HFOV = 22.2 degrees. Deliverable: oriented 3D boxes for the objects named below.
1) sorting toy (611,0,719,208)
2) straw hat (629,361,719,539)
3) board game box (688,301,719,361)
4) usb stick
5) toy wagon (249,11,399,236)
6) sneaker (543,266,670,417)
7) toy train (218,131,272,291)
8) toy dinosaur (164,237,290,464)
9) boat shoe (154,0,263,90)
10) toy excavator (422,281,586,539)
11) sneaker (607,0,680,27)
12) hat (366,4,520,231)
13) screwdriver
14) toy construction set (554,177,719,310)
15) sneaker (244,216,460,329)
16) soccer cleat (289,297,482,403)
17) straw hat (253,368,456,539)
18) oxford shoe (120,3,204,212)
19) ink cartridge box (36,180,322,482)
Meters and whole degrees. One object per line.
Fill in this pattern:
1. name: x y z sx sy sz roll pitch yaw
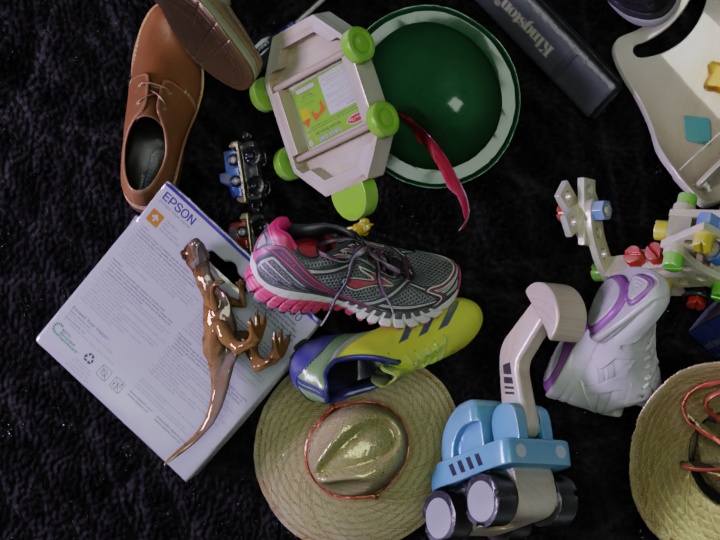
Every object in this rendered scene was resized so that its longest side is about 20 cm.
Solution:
1. sorting toy: 0.331 -0.185 1.688 0.200 0.107 0.180 -43 75 8
2. straw hat: 0.340 0.162 1.659 0.199 0.085 0.203 5 110 14
3. board game box: 0.399 0.092 1.615 0.199 0.200 0.041 42 79 4
4. usb stick: 0.165 -0.226 1.711 0.200 0.055 0.033 47 50 3
5. toy wagon: -0.025 -0.128 1.669 0.039 0.155 0.202 -18 89 -41
6. sneaker: 0.241 0.066 1.640 0.099 0.200 0.075 26 55 -4
7. toy train: -0.102 -0.028 1.715 0.045 0.034 0.203 -7 88 13
8. toy dinosaur: -0.122 0.072 1.645 0.105 0.060 0.203 -2 89 34
9. boat shoe: -0.150 -0.259 1.688 0.066 0.074 0.201 -41 94 -33
10. toy excavator: 0.133 0.130 1.639 0.099 0.194 0.202 5 68 -36
11. sneaker: 0.207 -0.307 1.671 0.199 0.114 0.076 39 88 17
12. hat: 0.073 -0.159 1.645 0.200 0.176 0.166 45 89 3
13. screwdriver: -0.048 -0.241 1.728 0.199 0.028 0.029 -39 44 -3
14. toy construction set: 0.262 -0.020 1.647 0.199 0.131 0.093 13 72 44
15. sneaker: 0.000 0.000 1.629 0.198 0.081 0.075 3 131 -22
16. soccer cleat: 0.032 0.078 1.657 0.198 0.084 0.065 -16 119 -24
17. straw hat: -0.003 0.164 1.676 0.198 0.085 0.204 0 87 1
18. oxford shoe: -0.185 -0.158 1.703 0.070 0.071 0.203 4 80 3
19. ink cartridge box: -0.165 0.055 1.691 0.199 0.041 0.200 43 100 4
